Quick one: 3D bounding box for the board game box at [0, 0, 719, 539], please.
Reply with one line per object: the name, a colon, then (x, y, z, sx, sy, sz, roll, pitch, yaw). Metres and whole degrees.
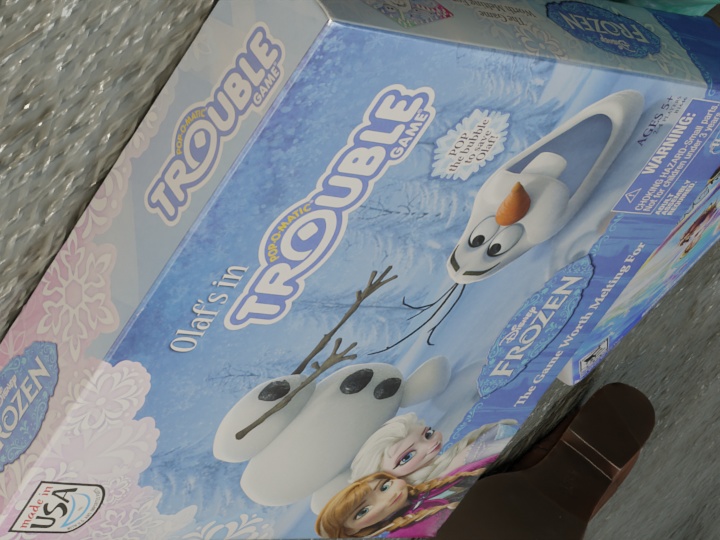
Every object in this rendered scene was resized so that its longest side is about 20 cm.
board game box: (0.000, 0.000, 0.903, 0.198, 0.043, 0.200, 5, 129, -45)

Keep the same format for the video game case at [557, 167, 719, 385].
video game case: (0.146, -0.051, 1.314, 0.200, 0.045, 0.181, -45, 164, -8)

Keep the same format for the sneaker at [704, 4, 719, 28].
sneaker: (0.168, -0.137, 1.090, 0.200, 0.075, 0.106, -52, 163, 13)

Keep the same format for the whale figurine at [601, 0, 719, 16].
whale figurine: (0.124, -0.123, 0.942, 0.159, 0.104, 0.200, -41, 165, -26)

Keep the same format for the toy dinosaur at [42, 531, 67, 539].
toy dinosaur: (-0.131, 0.103, 0.907, 0.088, 0.048, 0.200, -27, -176, 42)

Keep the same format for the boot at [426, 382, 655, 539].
boot: (0.079, 0.165, 1.673, 0.186, 0.064, 0.200, -37, 167, -28)
